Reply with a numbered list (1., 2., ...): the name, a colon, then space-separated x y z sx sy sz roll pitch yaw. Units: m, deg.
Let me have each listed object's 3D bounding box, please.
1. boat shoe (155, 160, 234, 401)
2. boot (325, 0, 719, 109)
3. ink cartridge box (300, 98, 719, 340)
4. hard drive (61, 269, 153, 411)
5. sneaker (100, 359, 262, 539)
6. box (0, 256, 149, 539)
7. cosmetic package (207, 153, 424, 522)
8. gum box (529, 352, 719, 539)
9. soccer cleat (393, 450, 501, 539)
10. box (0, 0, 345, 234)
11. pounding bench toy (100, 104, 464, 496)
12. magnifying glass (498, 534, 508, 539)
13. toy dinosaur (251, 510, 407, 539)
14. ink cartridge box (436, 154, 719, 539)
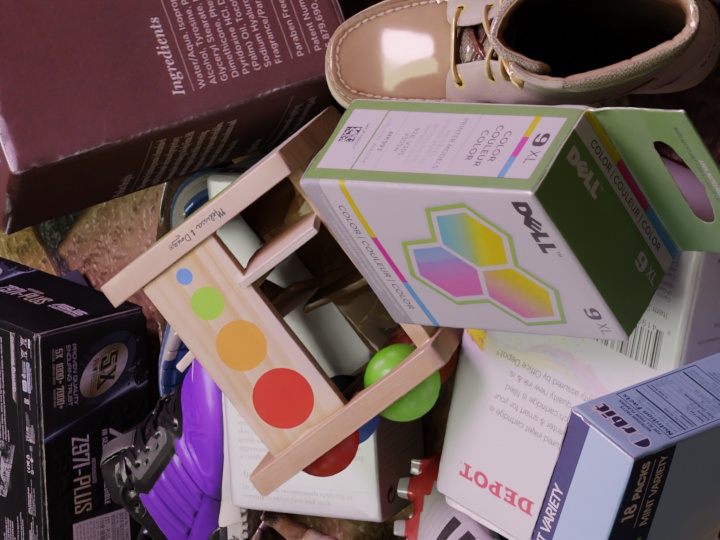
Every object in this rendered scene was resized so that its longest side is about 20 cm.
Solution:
1. boat shoe: -0.091 0.009 1.684 0.072 0.072 0.201 -114 25 -48
2. boot: 0.069 -0.110 1.314 0.199 0.155 0.072 -3 91 11
3. ink cartridge box: 0.079 -0.023 1.293 0.200 0.059 0.104 4 141 42
4. hard drive: -0.185 0.116 1.845 0.135 0.042 0.200 -44 67 47
5. sneaker: -0.110 0.110 1.673 0.099 0.070 0.201 8 128 8
6. box: -0.215 0.109 1.776 0.164 0.086 0.201 16 113 47
7. cosmetic package: -0.023 0.037 1.580 0.101 0.074 0.201 4 104 24
8. gum box: 0.158 0.118 1.305 0.045 0.200 0.170 40 129 34
9. soccer cleat: 0.057 0.162 1.471 0.085 0.200 0.069 4 116 4
10. box: -0.128 -0.139 1.534 0.166 0.199 0.165 136 115 -75
11. pounding bench toy: 0.000 0.000 1.453 0.200 0.124 0.156 -37 94 18
12. magnifying glass: 0.064 0.162 1.580 0.080 0.022 0.200 49 132 30
13. toy dinosaur: -0.016 0.205 1.626 0.135 0.086 0.200 31 157 4
14. ink cartridge box: 0.128 0.045 1.404 0.147 0.085 0.201 29 120 40
